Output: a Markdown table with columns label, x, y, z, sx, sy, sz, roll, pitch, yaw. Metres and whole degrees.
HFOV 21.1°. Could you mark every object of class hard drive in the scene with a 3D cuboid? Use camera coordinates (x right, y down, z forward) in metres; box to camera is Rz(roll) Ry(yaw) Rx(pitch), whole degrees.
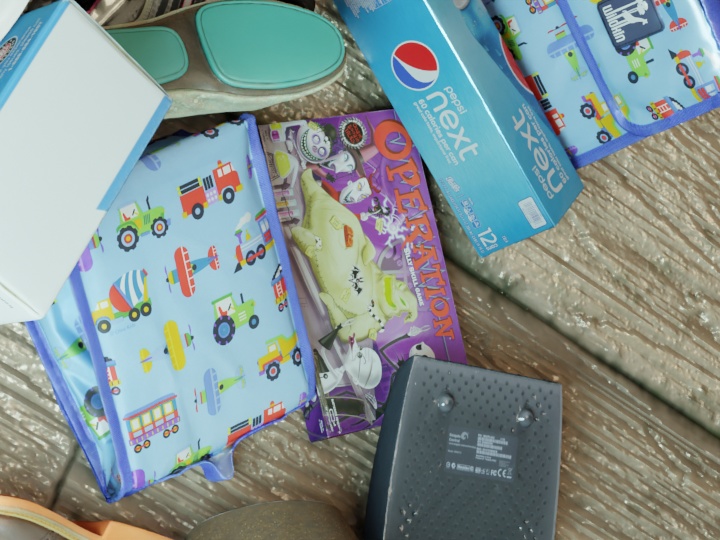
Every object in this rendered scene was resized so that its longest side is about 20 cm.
| label | x | y | z | sx | sy | sz | roll | pitch | yaw |
| --- | --- | --- | --- | --- | --- | --- | --- | --- | --- |
| hard drive | 0.061 | 0.162 | 1.213 | 0.134 | 0.042 | 0.202 | 12 | 81 | -33 |

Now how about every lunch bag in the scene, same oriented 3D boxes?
| label | x | y | z | sx | sy | sz | roll | pitch | yaw |
| --- | --- | --- | --- | --- | --- | --- | --- | --- | --- |
| lunch bag | -0.110 | 0.030 | 1.139 | 0.150 | 0.094 | 0.202 | -26 | 102 | -35 |
| lunch bag | 0.176 | -0.164 | 1.272 | 0.094 | 0.199 | 0.152 | -26 | 92 | -33 |

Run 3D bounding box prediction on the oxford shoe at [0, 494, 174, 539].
| label | x | y | z | sx | sy | sz | roll | pitch | yaw |
| --- | --- | --- | --- | --- | --- | --- | --- | --- | --- |
| oxford shoe | -0.191 | 0.165 | 1.061 | 0.198 | 0.071 | 0.074 | 17 | 74 | -27 |

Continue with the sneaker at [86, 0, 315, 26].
| label | x | y | z | sx | sy | sz | roll | pitch | yaw |
| --- | --- | --- | --- | --- | --- | --- | --- | --- | --- |
| sneaker | -0.100 | -0.151 | 1.185 | 0.199 | 0.074 | 0.088 | -37 | 92 | -37 |

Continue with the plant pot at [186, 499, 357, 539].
| label | x | y | z | sx | sy | sz | roll | pitch | yaw |
| --- | --- | --- | --- | --- | --- | --- | --- | --- | --- |
| plant pot | -0.041 | 0.239 | 1.085 | 0.185 | 0.187 | 0.202 | 3 | 64 | -30 |

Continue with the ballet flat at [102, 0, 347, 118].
| label | x | y | z | sx | sy | sz | roll | pitch | yaw |
| --- | --- | --- | --- | --- | --- | --- | --- | --- | --- |
| ballet flat | -0.104 | -0.119 | 1.126 | 0.198 | 0.062 | 0.068 | -7 | 74 | -29 |

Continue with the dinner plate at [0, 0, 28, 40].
| label | x | y | z | sx | sy | sz | roll | pitch | yaw |
| --- | --- | --- | --- | --- | --- | --- | --- | --- | --- |
| dinner plate | -0.250 | -0.157 | 1.031 | 0.024 | 0.198 | 0.202 | 50 | 54 | -46 |

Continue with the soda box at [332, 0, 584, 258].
| label | x | y | z | sx | sy | sz | roll | pitch | yaw |
| --- | --- | --- | --- | --- | --- | --- | --- | --- | --- |
| soda box | 0.066 | -0.116 | 1.265 | 0.201 | 0.064 | 0.068 | 60 | 35 | -11 |

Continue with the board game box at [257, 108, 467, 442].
| label | x | y | z | sx | sy | sz | roll | pitch | yaw |
| --- | --- | --- | --- | --- | --- | --- | --- | --- | --- |
| board game box | 0.000 | 0.000 | 1.240 | 0.119 | 0.032 | 0.202 | -10 | 84 | -37 |

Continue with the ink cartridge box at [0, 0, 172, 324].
| label | x | y | z | sx | sy | sz | roll | pitch | yaw |
| --- | --- | --- | --- | --- | --- | --- | --- | --- | --- |
| ink cartridge box | -0.211 | -0.046 | 1.015 | 0.084 | 0.199 | 0.146 | 42 | 60 | -29 |

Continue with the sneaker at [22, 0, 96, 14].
| label | x | y | z | sx | sy | sz | roll | pitch | yaw |
| --- | --- | --- | --- | --- | --- | --- | --- | --- | --- |
| sneaker | -0.203 | -0.189 | 1.139 | 0.199 | 0.075 | 0.082 | -22 | 82 | -33 |
